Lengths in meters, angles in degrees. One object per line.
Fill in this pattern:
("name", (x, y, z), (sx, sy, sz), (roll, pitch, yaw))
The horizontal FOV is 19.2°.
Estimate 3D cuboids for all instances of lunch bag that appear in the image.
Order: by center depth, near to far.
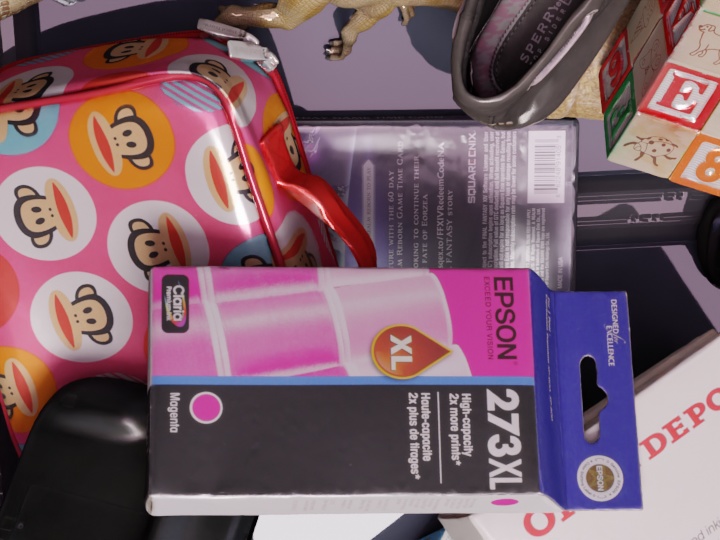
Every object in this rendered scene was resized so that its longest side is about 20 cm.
("lunch bag", (-0.080, 0.000, 0.911), (0.176, 0.082, 0.200), (-8, 112, 17))

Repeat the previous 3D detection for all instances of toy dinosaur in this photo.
("toy dinosaur", (-0.020, -0.129, 0.908), (0.200, 0.101, 0.058), (9, 74, -36))

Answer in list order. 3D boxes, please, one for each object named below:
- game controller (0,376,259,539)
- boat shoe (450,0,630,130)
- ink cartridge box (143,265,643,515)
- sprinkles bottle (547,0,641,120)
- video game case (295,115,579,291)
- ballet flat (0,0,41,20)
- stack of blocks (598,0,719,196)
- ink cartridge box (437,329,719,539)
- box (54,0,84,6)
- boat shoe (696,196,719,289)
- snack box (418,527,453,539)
("game controller", (-0.108, 0.137, 0.846), (0.104, 0.042, 0.200), (9, 65, 20))
("boat shoe", (0.096, -0.148, 0.872), (0.067, 0.057, 0.200), (29, 100, 14))
("ink cartridge box", (0.014, 0.048, 0.846), (0.200, 0.037, 0.095), (1, 71, -8))
("sprinkles bottle", (0.181, -0.090, 0.954), (0.200, 0.068, 0.068), (7, 102, -5))
("video game case", (0.000, 0.000, 0.987), (0.200, 0.019, 0.143), (0, 103, -2))
("ballet flat", (-0.111, -0.173, 0.919), (0.065, 0.071, 0.200), (29, 103, -26))
("stack of blocks", (0.213, -0.076, 0.878), (0.200, 0.059, 0.115), (16, 133, -14))
("ink cartridge box", (0.151, 0.147, 0.931), (0.147, 0.145, 0.200), (-33, 86, -8))
("box", (-0.184, -0.217, 0.802), (0.200, 0.197, 0.124), (39, 97, 16))
("boat shoe", (0.260, 0.000, 0.966), (0.200, 0.093, 0.075), (-1, 103, -3))
("snack box", (0.090, 0.223, 1.002), (0.200, 0.037, 0.116), (35, 58, -10))
